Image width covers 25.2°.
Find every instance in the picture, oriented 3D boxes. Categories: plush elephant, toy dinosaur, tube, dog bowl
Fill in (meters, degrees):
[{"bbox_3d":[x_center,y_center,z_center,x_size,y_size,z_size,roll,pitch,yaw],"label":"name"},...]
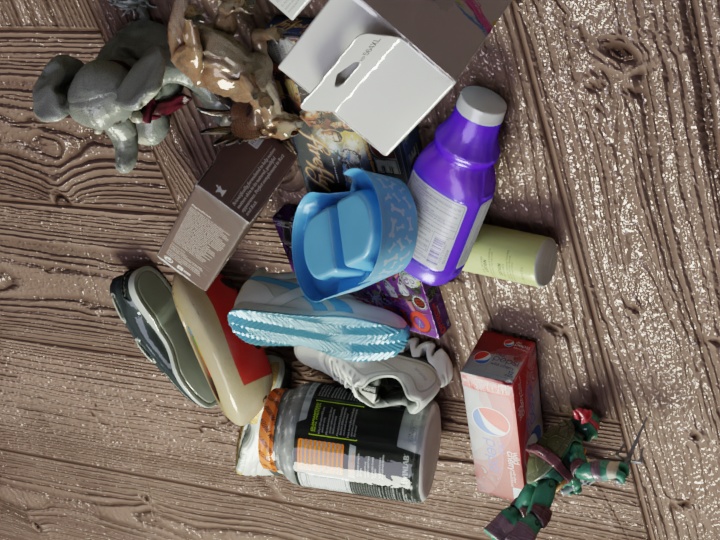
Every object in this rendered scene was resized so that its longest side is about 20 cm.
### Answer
[{"bbox_3d":[-0.235,-0.179,1.646,0.163,0.155,0.201,1,132,34],"label":"plush elephant"},{"bbox_3d":[-0.137,-0.196,1.567,0.200,0.086,0.135,46,147,-6],"label":"toy dinosaur"},{"bbox_3d":[0.104,-0.025,1.654,0.199,0.052,0.059,14,95,32],"label":"tube"},{"bbox_3d":[-0.006,-0.034,1.614,0.200,0.049,0.113,-26,69,61],"label":"dog bowl"}]

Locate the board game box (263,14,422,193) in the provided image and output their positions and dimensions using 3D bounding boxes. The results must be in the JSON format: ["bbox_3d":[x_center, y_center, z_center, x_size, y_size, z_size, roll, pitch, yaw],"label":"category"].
[{"bbox_3d":[-0.012,-0.157,1.608,0.134,0.035,0.201,9,135,28],"label":"board game box"}]

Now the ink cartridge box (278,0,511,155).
[{"bbox_3d":[0.034,-0.209,1.388,0.125,0.201,0.129,38,142,-6],"label":"ink cartridge box"}]

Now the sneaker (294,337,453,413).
[{"bbox_3d":[0.003,0.110,1.838,0.198,0.081,0.076,11,138,29],"label":"sneaker"}]

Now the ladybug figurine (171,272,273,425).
[{"bbox_3d":[-0.160,0.081,1.893,0.202,0.071,0.136,67,170,-4],"label":"ladybug figurine"}]

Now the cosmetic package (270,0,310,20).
[{"bbox_3d":[-0.094,-0.337,1.441,0.200,0.085,0.107,43,140,-9],"label":"cosmetic package"}]

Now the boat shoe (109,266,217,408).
[{"bbox_3d":[-0.238,0.084,1.992,0.060,0.076,0.201,-12,111,41],"label":"boat shoe"}]

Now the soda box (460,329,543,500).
[{"bbox_3d":[0.161,0.164,1.787,0.063,0.070,0.201,14,137,24],"label":"soda box"}]

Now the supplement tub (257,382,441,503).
[{"bbox_3d":[-0.012,0.197,1.878,0.198,0.123,0.123,8,136,13],"label":"supplement tub"}]

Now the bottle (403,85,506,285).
[{"bbox_3d":[0.088,-0.083,1.565,0.083,0.065,0.201,35,128,22],"label":"bottle"}]

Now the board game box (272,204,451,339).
[{"bbox_3d":[0.000,0.000,1.741,0.199,0.032,0.121,15,142,38],"label":"board game box"}]

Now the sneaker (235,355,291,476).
[{"bbox_3d":[-0.099,0.180,2.004,0.087,0.076,0.201,9,136,-8],"label":"sneaker"}]

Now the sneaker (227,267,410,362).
[{"bbox_3d":[-0.040,0.042,1.745,0.198,0.081,0.077,10,139,12],"label":"sneaker"}]

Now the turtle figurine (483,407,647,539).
[{"bbox_3d":[0.221,0.223,1.753,0.100,0.200,0.150,40,170,4],"label":"turtle figurine"}]

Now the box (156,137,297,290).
[{"bbox_3d":[-0.144,-0.067,1.719,0.075,0.100,0.200,35,152,-1],"label":"box"}]
